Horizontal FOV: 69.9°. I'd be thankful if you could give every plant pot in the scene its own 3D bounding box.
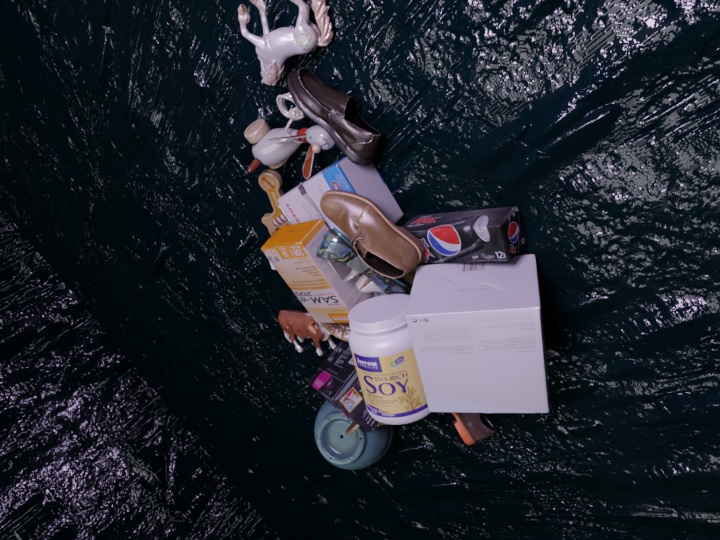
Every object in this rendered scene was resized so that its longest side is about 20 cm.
[{"bbox_3d":[-0.031,0.396,1.261,0.200,0.134,0.201,-1,86,17],"label":"plant pot"}]

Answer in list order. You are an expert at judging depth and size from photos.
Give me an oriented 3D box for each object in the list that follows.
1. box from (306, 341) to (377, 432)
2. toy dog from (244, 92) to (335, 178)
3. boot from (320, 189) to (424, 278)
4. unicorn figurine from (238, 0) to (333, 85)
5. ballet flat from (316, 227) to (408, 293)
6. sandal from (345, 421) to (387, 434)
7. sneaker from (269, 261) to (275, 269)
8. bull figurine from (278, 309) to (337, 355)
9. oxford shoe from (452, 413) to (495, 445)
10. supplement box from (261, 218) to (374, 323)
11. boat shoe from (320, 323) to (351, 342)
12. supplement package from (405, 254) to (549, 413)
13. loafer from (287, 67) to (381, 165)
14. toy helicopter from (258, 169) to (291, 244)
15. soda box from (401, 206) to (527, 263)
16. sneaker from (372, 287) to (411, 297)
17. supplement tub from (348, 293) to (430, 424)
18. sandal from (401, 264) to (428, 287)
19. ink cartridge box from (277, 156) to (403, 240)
[{"bbox_3d":[-0.011,0.246,1.125,0.115,0.132,0.200,45,164,-14],"label":"box"},{"bbox_3d":[-0.142,-0.221,0.940,0.132,0.097,0.200,36,155,-24],"label":"toy dog"},{"bbox_3d":[0.006,-0.061,0.840,0.200,0.075,0.074,35,138,12],"label":"boot"},{"bbox_3d":[-0.131,-0.375,0.834,0.199,0.074,0.138,5,136,35],"label":"unicorn figurine"},{"bbox_3d":[0.000,0.000,0.927,0.200,0.074,0.074,36,149,-28],"label":"ballet flat"},{"bbox_3d":[0.061,0.309,1.149,0.070,0.212,0.078,41,-176,1],"label":"sandal"},{"bbox_3d":[-0.119,0.021,1.155,0.200,0.080,0.071,37,140,8],"label":"sneaker"},{"bbox_3d":[-0.123,0.147,1.276,0.200,0.065,0.122,8,123,41],"label":"bull figurine"},{"bbox_3d":[0.210,0.261,1.066,0.072,0.071,0.200,-28,99,22],"label":"oxford shoe"},{"bbox_3d":[-0.079,0.007,0.984,0.126,0.074,0.200,-5,128,45],"label":"supplement box"},{"bbox_3d":[-0.005,0.132,1.134,0.200,0.074,0.069,27,170,15],"label":"boat shoe"},{"bbox_3d":[0.192,0.103,0.821,0.191,0.147,0.201,-5,121,19],"label":"supplement package"},{"bbox_3d":[-0.036,-0.267,0.850,0.200,0.073,0.071,46,129,0],"label":"loafer"},{"bbox_3d":[-0.151,-0.119,1.068,0.132,0.079,0.200,1,131,24],"label":"toy helicopter"},{"bbox_3d":[0.157,-0.054,0.830,0.200,0.071,0.063,0,120,45],"label":"soda box"},{"bbox_3d":[0.092,0.090,1.013,0.200,0.077,0.081,46,141,2],"label":"sneaker"},{"bbox_3d":[0.060,0.158,0.936,0.145,0.145,0.201,2,114,43],"label":"supplement tub"},{"bbox_3d":[0.145,0.035,0.930,0.200,0.054,0.081,19,133,32],"label":"sandal"},{"bbox_3d":[-0.042,-0.118,0.958,0.200,0.084,0.145,-16,111,49],"label":"ink cartridge box"}]
